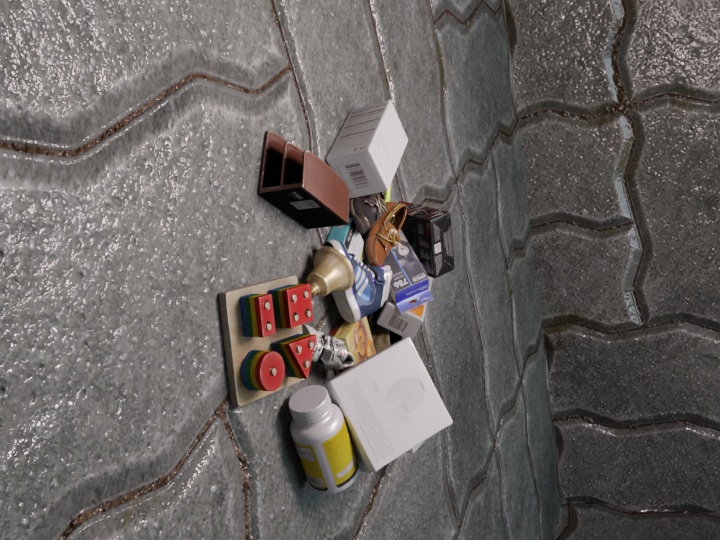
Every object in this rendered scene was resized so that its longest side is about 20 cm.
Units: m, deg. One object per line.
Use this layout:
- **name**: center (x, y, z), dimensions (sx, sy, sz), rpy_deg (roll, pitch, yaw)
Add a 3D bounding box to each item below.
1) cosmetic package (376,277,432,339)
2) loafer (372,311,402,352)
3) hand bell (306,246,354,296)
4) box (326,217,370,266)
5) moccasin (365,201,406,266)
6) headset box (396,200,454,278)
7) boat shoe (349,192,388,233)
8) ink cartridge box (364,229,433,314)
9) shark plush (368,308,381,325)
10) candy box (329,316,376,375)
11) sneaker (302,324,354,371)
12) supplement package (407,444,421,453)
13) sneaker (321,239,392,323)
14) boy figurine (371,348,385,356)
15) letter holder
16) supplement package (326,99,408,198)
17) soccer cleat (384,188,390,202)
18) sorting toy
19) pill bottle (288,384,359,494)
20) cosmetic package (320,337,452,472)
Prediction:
- **cosmetic package**: center (0.113, 0.074, 1.929), dimensions (0.201, 0.100, 0.072), rpy_deg (-70, -174, -57)
- **loafer**: center (0.076, 0.153, 1.935), dimensions (0.202, 0.066, 0.077), rpy_deg (-66, 144, -44)
- **hand bell**: center (-0.106, 0.046, 1.554), dimensions (0.200, 0.103, 0.106), rpy_deg (-43, 127, -44)
- **box**: center (-0.015, -0.018, 1.773), dimensions (0.083, 0.048, 0.202), rpy_deg (-71, 147, -41)
- **moccasin**: center (0.064, -0.082, 1.810), dimensions (0.203, 0.076, 0.075), rpy_deg (-63, 141, -45)
- **headset box**: center (0.136, -0.082, 1.923), dimensions (0.074, 0.198, 0.152), rpy_deg (-23, 116, -34)
- **boat shoe**: center (0.021, -0.149, 1.780), dimensions (0.075, 0.072, 0.201), rpy_deg (60, 15, -20)
- **ink cartridge box**: center (0.093, -0.005, 1.852), dimensions (0.202, 0.098, 0.039), rpy_deg (61, -21, 17)
- **shark plush**: center (0.055, 0.035, 1.909), dimensions (0.083, 0.089, 0.204), rpy_deg (113, -24, -74)
- **candy box**: center (-0.010, 0.204, 1.755), dimensions (0.116, 0.054, 0.203), rpy_deg (-53, 135, -51)
- **sneaker**: center (-0.074, 0.157, 1.588), dimensions (0.200, 0.087, 0.076), rpy_deg (36, 57, -58)
- **supplement package**: center (0.090, 0.330, 1.894), dimensions (0.109, 0.112, 0.205), rpy_deg (-18, 103, -65)
- **sneaker**: center (0.000, 0.000, 1.697), dimensions (0.145, 0.080, 0.203), rpy_deg (-33, 116, -34)
- **boy figurine**: center (0.034, 0.270, 1.712), dimensions (0.123, 0.064, 0.204), rpy_deg (19, 68, -32)
- **letter holder**: center (-0.105, -0.187, 1.540), dimensions (0.200, 0.099, 0.145), rpy_deg (35, 55, -60)
- **supplement package**: center (0.019, -0.280, 1.786), dimensions (0.118, 0.115, 0.202), rpy_deg (60, 36, -33)
- **soccer cleat**: center (0.054, -0.226, 1.929), dimensions (0.083, 0.063, 0.205), rpy_deg (18, 71, -66)
- **sorting toy**: center (-0.154, 0.123, 1.401), dimensions (0.199, 0.069, 0.203), rpy_deg (-15, 101, -56)
- **pill bottle**: center (-0.077, 0.333, 1.534), dimensions (0.112, 0.109, 0.203), rpy_deg (-56, 138, -52)
- **cosmetic package**: center (0.049, 0.280, 1.610), dimensions (0.198, 0.123, 0.202), rpy_deg (-26, 85, -21)
